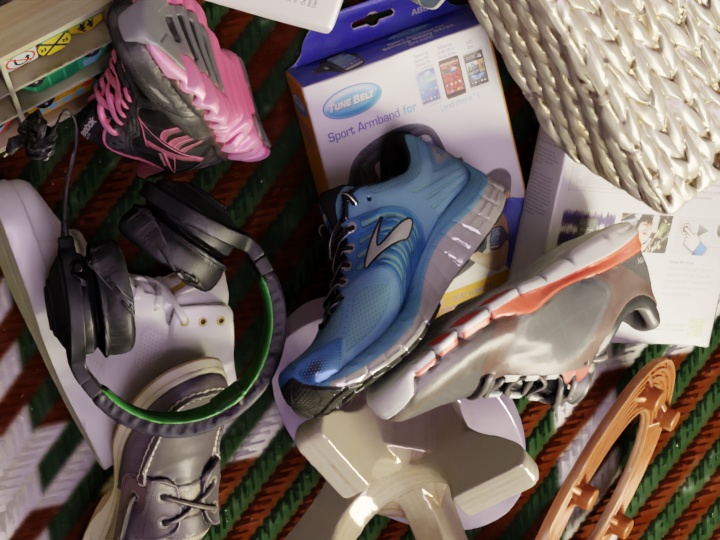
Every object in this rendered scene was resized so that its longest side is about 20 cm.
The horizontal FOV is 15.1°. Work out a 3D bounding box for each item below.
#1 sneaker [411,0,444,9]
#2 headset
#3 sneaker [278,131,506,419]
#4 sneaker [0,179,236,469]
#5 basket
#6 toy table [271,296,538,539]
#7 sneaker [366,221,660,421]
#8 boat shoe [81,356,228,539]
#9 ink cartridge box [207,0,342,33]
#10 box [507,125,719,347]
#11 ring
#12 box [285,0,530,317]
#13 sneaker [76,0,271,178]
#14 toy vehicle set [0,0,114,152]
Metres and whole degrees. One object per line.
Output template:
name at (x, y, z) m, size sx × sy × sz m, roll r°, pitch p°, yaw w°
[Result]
sneaker at (0.082, -0.229, 1.543) m, size 0.200 × 0.067 × 0.090 m, roll -44°, pitch 149°, yaw -14°
headset at (-0.120, -0.001, 1.459) m, size 0.123 × 0.094 × 0.201 m, roll -36°, pitch 102°, yaw -4°
sneaker at (0.000, 0.000, 1.523) m, size 0.090 × 0.078 × 0.200 m, roll 40°, pitch 51°, yaw -8°
sneaker at (-0.138, 0.010, 1.558) m, size 0.115 × 0.074 × 0.201 m, roll -28°, pitch 128°, yaw -9°
basket at (0.145, -0.145, 1.481) m, size 0.123 × 0.135 × 0.200 m, roll -42°, pitch 127°, yaw -8°
toy table at (0.025, 0.118, 1.606) m, size 0.200 × 0.118 × 0.184 m, roll 37°, pitch 122°, yaw -26°
sneaker at (0.096, 0.046, 1.537) m, size 0.199 × 0.077 × 0.082 m, roll -30°, pitch 95°, yaw -24°
boat shoe at (-0.111, 0.132, 1.579) m, size 0.072 × 0.065 × 0.201 m, roll -10°, pitch 142°, yaw -35°
ink cartridge box at (-0.091, -0.229, 1.463) m, size 0.199 × 0.084 × 0.146 m, roll 13°, pitch 106°, yaw -24°
box at (0.167, -0.055, 1.633) m, size 0.143 × 0.036 × 0.202 m, roll 3°, pitch 106°, yaw -32°
ring at (0.146, 0.146, 1.656) m, size 0.019 × 0.200 × 0.202 m, roll 27°, pitch 105°, yaw 17°
box at (0.032, -0.064, 1.602) m, size 0.118 × 0.042 × 0.201 m, roll -21°, pitch 119°, yaw -10°
sneaker at (-0.114, -0.093, 1.475) m, size 0.095 × 0.080 × 0.200 m, roll -16°, pitch 162°, yaw 7°
toy vehicle set at (-0.220, -0.088, 1.462) m, size 0.199 × 0.124 × 0.027 m, roll -28°, pitch 75°, yaw -6°
